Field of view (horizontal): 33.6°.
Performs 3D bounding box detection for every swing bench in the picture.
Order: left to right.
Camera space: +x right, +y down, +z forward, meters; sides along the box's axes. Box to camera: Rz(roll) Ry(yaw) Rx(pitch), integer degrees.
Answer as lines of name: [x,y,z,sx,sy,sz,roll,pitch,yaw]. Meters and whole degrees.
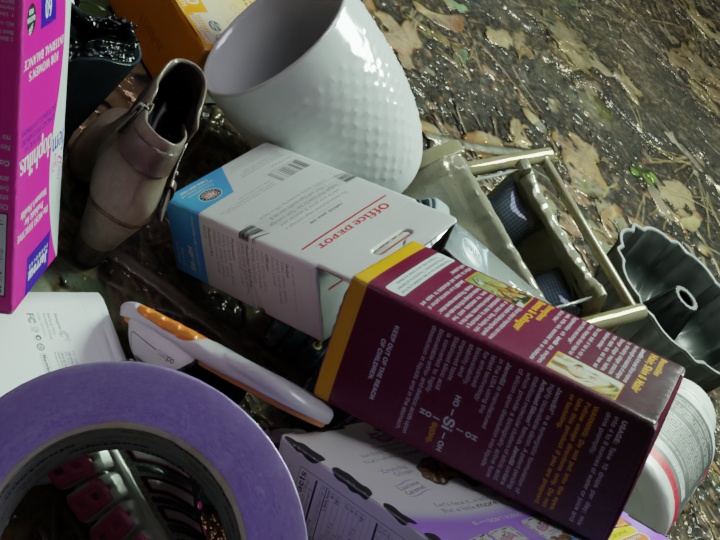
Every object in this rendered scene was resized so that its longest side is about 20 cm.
swing bench: [0.123,-0.005,1.097,0.198,0.130,0.201,0,54,-45]

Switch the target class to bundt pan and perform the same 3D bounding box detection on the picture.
bundt pan: [0.328,0.051,1.298,0.200,0.076,0.204,28,38,-24]

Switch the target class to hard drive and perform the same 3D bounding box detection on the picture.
hard drive: [-0.230,0.072,0.738,0.198,0.027,0.133,2,53,-46]

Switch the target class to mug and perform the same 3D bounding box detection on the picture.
mug: [-0.022,-0.159,1.038,0.176,0.146,0.202,50,38,-36]

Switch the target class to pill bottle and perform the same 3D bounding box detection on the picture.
pill bottle: [0.252,0.165,1.068,0.111,0.111,0.199,50,35,9]

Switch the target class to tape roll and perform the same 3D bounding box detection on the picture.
tape roll: [-0.128,0.154,0.616,0.197,0.085,0.203,3,75,-10]

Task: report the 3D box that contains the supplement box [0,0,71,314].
supplement box: [-0.238,-0.090,0.715,0.102,0.203,0.101,10,23,-1]

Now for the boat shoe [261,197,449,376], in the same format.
boat shoe: [0.000,0.000,0.969,0.090,0.071,0.202,35,59,-9]

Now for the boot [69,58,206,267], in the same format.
boot: [-0.160,-0.099,0.884,0.070,0.146,0.202,24,38,-23]

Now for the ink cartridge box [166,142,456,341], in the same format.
ink cartridge box: [-0.036,-0.019,0.891,0.198,0.068,0.115,24,42,35]

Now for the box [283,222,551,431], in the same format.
box: [0.063,0.089,0.870,0.160,0.200,0.044,39,30,-5]

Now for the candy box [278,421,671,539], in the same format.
candy box: [0.064,0.164,0.727,0.199,0.073,0.167,28,19,38]

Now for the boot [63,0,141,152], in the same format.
boot: [-0.265,-0.138,0.797,0.198,0.168,0.077,20,39,-30]

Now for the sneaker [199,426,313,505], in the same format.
sneaker: [-0.039,0.157,0.811,0.198,0.077,0.081,17,54,-33]

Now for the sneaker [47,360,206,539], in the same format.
sneaker: [-0.118,0.137,0.718,0.087,0.074,0.201,-31,87,-43]

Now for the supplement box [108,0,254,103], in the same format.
supplement box: [-0.119,-0.227,1.126,0.199,0.074,0.127,-10,62,-51]

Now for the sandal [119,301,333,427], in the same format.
sandal: [-0.104,0.076,0.782,0.205,0.060,0.079,21,-9,46]

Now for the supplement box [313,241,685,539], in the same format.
supplement box: [0.087,0.069,0.740,0.198,0.087,0.110,26,22,16]
